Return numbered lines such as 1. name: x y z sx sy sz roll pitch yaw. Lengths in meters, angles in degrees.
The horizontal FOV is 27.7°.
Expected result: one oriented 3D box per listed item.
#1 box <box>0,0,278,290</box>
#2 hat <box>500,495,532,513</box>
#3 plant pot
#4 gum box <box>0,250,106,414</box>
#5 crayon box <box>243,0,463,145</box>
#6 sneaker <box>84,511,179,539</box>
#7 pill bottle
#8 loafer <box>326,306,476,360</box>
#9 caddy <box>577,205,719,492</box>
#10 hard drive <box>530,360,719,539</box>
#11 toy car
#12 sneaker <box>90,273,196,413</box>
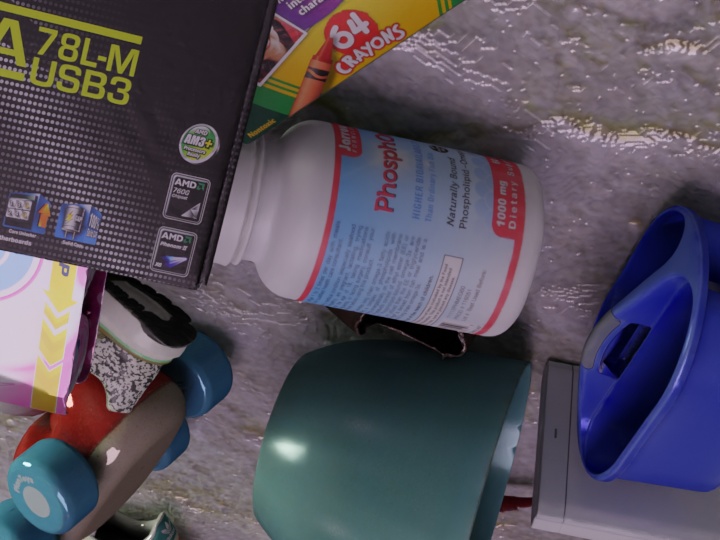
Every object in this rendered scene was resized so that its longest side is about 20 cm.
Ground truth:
1. box: -0.149 -0.105 0.710 0.198 0.048 0.195 13 107 -16
2. hat: 0.062 0.199 1.213 0.200 0.175 0.167 41 148 24
3. plant pot: 0.018 0.141 1.033 0.159 0.202 0.202 15 139 12
4. gum box: -0.199 -0.021 0.814 0.112 0.066 0.202 13 113 -1
5. crayon box: -0.041 -0.184 0.766 0.199 0.059 0.172 -30 125 25
6. sneaker: -0.250 0.242 1.300 0.197 0.071 0.094 2 120 13
7. pill bottle: 0.003 -0.030 0.888 0.198 0.110 0.109 11 139 -14
8. loafer: 0.000 0.000 0.967 0.198 0.072 0.073 19 138 -9
9. caddy: 0.195 0.052 0.932 0.104 0.142 0.201 12 138 -9
10. hard drive: 0.222 0.139 1.024 0.198 0.133 0.027 11 139 0
11. toy car: -0.235 0.087 1.077 0.200 0.184 0.177 45 136 6
12. sneaker: -0.209 0.025 0.980 0.199 0.077 0.089 34 102 19
